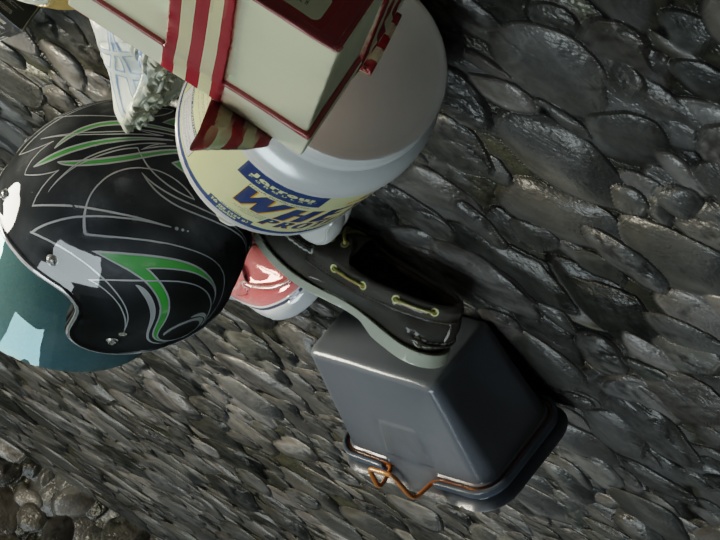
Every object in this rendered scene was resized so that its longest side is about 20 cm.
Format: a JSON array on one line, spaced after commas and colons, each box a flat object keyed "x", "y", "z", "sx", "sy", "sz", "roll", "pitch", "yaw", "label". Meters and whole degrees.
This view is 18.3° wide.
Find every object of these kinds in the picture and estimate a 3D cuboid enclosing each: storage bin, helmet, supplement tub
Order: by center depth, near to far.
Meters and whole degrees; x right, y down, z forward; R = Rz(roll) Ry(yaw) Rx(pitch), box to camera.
[{"x": -0.032, "y": -0.108, "z": 1.439, "sx": 0.145, "sy": 0.145, "sz": 0.200, "roll": 35, "pitch": 163, "yaw": -8, "label": "supplement tub"}, {"x": -0.188, "y": -0.045, "z": 1.796, "sx": 0.200, "sy": 0.200, "sz": 0.191, "roll": 25, "pitch": 150, "yaw": 23, "label": "helmet"}, {"x": 0.050, "y": 0.108, "z": 1.909, "sx": 0.200, "sy": 0.146, "sz": 0.134, "roll": 14, "pitch": 144, "yaw": 46, "label": "storage bin"}]

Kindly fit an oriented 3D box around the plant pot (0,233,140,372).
[{"x": -0.264, "y": -0.024, "z": 2.041, "sx": 0.200, "sy": 0.200, "sz": 0.135, "roll": 30, "pitch": 129, "yaw": 10, "label": "plant pot"}]

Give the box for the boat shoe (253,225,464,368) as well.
[{"x": 0.000, "y": 0.000, "z": 1.818, "sx": 0.201, "sy": 0.061, "sz": 0.072, "roll": 35, "pitch": -151, "yaw": 22, "label": "boat shoe"}]

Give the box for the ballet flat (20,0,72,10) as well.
[{"x": -0.262, "y": -0.237, "z": 1.629, "sx": 0.069, "sy": 0.063, "sz": 0.200, "roll": 23, "pitch": 160, "yaw": 29, "label": "ballet flat"}]

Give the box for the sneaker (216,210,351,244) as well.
[{"x": -0.074, "y": -0.067, "z": 1.695, "sx": 0.078, "sy": 0.099, "sz": 0.200, "roll": 21, "pitch": 159, "yaw": 32, "label": "sneaker"}]

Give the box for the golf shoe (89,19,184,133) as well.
[{"x": -0.162, "y": -0.173, "z": 1.649, "sx": 0.097, "sy": 0.078, "sz": 0.200, "roll": 49, "pitch": 158, "yaw": 7, "label": "golf shoe"}]

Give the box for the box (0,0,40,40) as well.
[{"x": -0.358, "y": -0.257, "z": 1.772, "sx": 0.200, "sy": 0.044, "sz": 0.160, "roll": 40, "pitch": 161, "yaw": -20, "label": "box"}]

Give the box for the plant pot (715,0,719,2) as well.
[{"x": 0.191, "y": -0.179, "z": 0.824, "sx": 0.200, "sy": 0.200, "sz": 0.198, "roll": 40, "pitch": 170, "yaw": -20, "label": "plant pot"}]

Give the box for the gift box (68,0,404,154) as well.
[{"x": -0.063, "y": -0.182, "z": 1.225, "sx": 0.184, "sy": 0.200, "sz": 0.187, "roll": 37, "pitch": 164, "yaw": 2, "label": "gift box"}]

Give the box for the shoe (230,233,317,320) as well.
[{"x": -0.109, "y": -0.014, "z": 1.940, "sx": 0.091, "sy": 0.072, "sz": 0.200, "roll": 36, "pitch": 168, "yaw": -28, "label": "shoe"}]
